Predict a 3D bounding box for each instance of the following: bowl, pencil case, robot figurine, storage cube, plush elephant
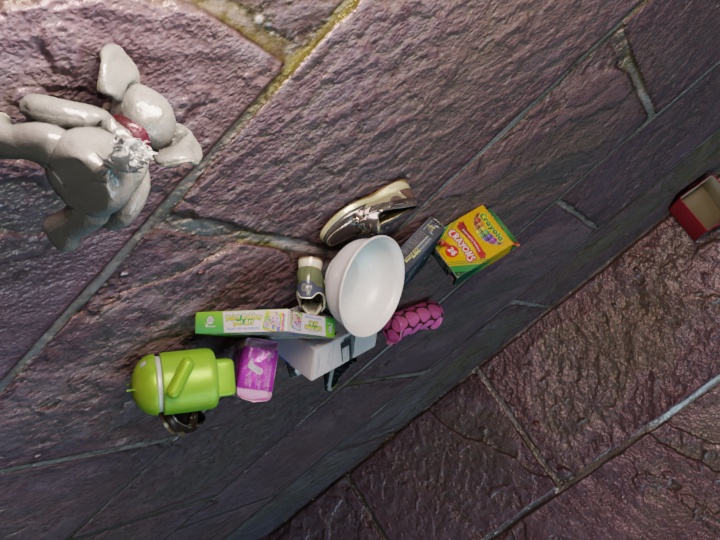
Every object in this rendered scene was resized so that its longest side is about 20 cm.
[{"bbox_3d":[-0.007,0.021,1.424,0.201,0.090,0.203,-25,123,-46],"label":"bowl"},{"bbox_3d":[0.150,0.150,2.097,0.199,0.090,0.094,-14,116,-41],"label":"pencil case"},{"bbox_3d":[-0.340,0.210,1.382,0.198,0.117,0.175,-4,179,-19],"label":"robot figurine"},{"bbox_3d":[1.415,-0.259,3.023,0.170,0.201,0.180,-35,166,0],"label":"storage cube"},{"bbox_3d":[-0.262,-0.137,0.770,0.199,0.165,0.155,-10,-146,30],"label":"plush elephant"}]

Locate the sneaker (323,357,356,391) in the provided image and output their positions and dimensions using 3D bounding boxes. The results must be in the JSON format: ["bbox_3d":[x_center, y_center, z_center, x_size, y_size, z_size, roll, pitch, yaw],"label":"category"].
[{"bbox_3d":[-0.050,0.242,1.854,0.082,0.072,0.201,-1,141,-9],"label":"sneaker"}]

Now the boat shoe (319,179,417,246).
[{"bbox_3d":[0.018,-0.099,1.374,0.199,0.065,0.073,-33,160,-6],"label":"boat shoe"}]

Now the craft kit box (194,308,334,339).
[{"bbox_3d":[-0.177,0.105,1.398,0.199,0.049,0.197,-3,168,24],"label":"craft kit box"}]

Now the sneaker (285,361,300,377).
[{"bbox_3d":[-0.095,0.169,1.639,0.114,0.076,0.201,-7,-161,13],"label":"sneaker"}]

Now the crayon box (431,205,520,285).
[{"bbox_3d":[0.272,-0.069,1.749,0.199,0.127,0.051,-31,159,-15],"label":"crayon box"}]

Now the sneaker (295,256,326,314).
[{"bbox_3d":[-0.097,0.054,1.471,0.067,0.091,0.200,1,155,5],"label":"sneaker"}]

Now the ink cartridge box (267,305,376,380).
[{"bbox_3d":[-0.078,0.133,1.575,0.199,0.144,0.085,-24,133,-43],"label":"ink cartridge box"}]

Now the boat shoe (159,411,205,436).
[{"bbox_3d":[-0.401,0.328,1.653,0.070,0.071,0.200,-25,167,-6],"label":"boat shoe"}]

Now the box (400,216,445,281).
[{"bbox_3d":[0.098,-0.009,1.634,0.200,0.051,0.158,-46,168,-36],"label":"box"}]

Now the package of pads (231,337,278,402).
[{"bbox_3d":[-0.222,0.202,1.488,0.075,0.122,0.200,10,171,-15],"label":"package of pads"}]
